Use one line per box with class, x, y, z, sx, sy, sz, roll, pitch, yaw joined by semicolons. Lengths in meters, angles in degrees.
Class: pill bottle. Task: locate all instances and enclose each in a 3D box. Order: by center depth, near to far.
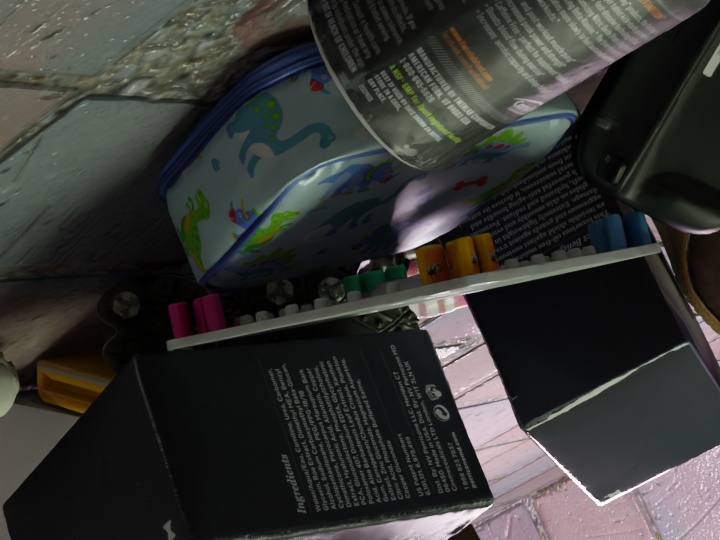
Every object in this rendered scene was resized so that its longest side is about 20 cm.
pill bottle;0.084;-0.135;0.898;0.200;0.106;0.106;-30;166;21

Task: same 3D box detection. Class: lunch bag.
lunch bag;0.006;-0.066;1.078;0.200;0.083;0.161;-15;164;-35

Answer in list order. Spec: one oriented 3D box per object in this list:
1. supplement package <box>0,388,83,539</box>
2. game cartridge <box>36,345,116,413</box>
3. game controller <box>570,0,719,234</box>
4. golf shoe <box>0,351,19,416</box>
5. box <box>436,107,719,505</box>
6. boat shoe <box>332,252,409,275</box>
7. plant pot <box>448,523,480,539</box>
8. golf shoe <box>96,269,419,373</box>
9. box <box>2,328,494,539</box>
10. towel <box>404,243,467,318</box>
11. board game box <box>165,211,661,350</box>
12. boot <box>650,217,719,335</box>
supplement package;-0.163;0.140;1.422;0.109;0.114;0.200;9;-175;31
game cartridge;-0.083;0.067;1.343;0.200;0.033;0.176;-10;-167;-40
game controller;0.195;-0.115;1.068;0.104;0.042;0.200;24;108;-18
golf shoe;-0.263;0.098;1.196;0.078;0.097;0.200;-33;166;24
box;0.145;0.022;1.330;0.123;0.199;0.200;-27;153;10
boat shoe;0.000;0.000;1.303;0.070;0.066;0.200;-56;180;-21
plant pot;0.008;0.205;1.379;0.187;0.200;0.187;-38;155;-21
golf shoe;-0.060;0.028;1.261;0.200;0.077;0.088;4;-171;3
box;-0.067;0.132;1.160;0.200;0.118;0.197;-4;153;-36
towel;0.100;0.002;1.540;0.200;0.030;0.146;-11;165;-2
board game box;0.029;0.004;1.086;0.200;0.026;0.200;-13;178;34
boot;0.260;-0.042;1.242;0.166;0.200;0.072;-29;-169;46
